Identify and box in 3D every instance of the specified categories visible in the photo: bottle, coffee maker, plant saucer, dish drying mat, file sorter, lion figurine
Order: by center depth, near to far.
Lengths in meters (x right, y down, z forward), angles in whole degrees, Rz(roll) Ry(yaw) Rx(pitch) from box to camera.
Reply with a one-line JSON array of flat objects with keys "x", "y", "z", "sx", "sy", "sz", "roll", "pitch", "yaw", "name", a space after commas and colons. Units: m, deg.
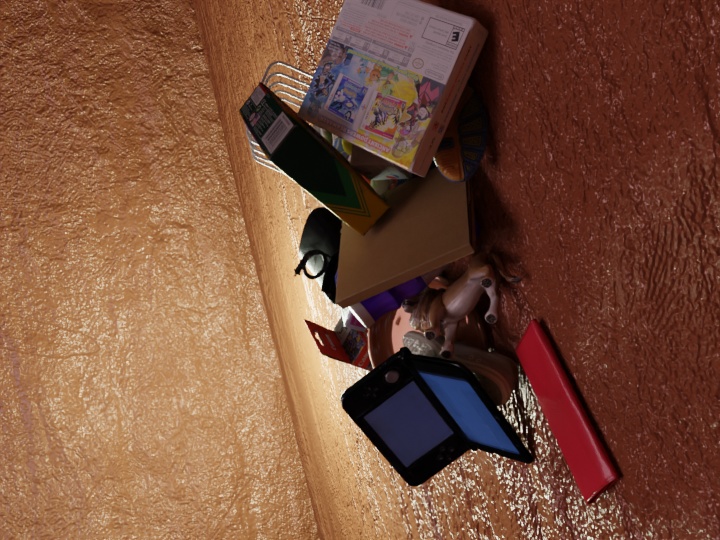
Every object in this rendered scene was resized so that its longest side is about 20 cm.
[{"x": 0.234, "y": 0.159, "z": 0.938, "sx": 0.077, "sy": 0.018, "sz": 0.203, "roll": 101, "pitch": 153, "yaw": -55, "name": "dish drying mat"}, {"x": 0.133, "y": 0.031, "z": 1.057, "sx": 0.199, "sy": 0.072, "sz": 0.124, "roll": -37, "pitch": 22, "yaw": 31, "name": "lion figurine"}, {"x": 0.066, "y": -0.008, "z": 1.072, "sx": 0.066, "sy": 0.200, "sz": 0.083, "roll": 49, "pitch": 173, "yaw": -19, "name": "bottle"}, {"x": 0.099, "y": 0.103, "z": 1.176, "sx": 0.197, "sy": 0.037, "sz": 0.205, "roll": 4, "pitch": 97, "yaw": 36, "name": "plant saucer"}, {"x": -0.119, "y": -0.250, "z": 1.396, "sx": 0.200, "sy": 0.122, "sz": 0.141, "roll": 122, "pitch": 170, "yaw": -83, "name": "file sorter"}, {"x": -0.043, "y": -0.035, "z": 1.478, "sx": 0.191, "sy": 0.135, "sz": 0.200, "roll": 35, "pitch": -172, "yaw": -31, "name": "coffee maker"}]

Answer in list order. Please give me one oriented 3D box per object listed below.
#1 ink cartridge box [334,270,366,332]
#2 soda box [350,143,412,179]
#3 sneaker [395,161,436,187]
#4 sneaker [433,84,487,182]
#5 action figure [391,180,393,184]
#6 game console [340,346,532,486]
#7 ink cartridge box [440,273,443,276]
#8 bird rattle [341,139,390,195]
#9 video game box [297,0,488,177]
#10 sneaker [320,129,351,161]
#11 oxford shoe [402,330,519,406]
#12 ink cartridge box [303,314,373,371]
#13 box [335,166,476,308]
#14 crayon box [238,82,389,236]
[{"x": 0.000, "y": 0.000, "z": 1.276, "sx": 0.201, "sy": 0.041, "sz": 0.122, "roll": -112, "pitch": 40, "yaw": -68, "name": "ink cartridge box"}, {"x": 0.037, "y": -0.228, "z": 1.088, "sx": 0.063, "sy": 0.067, "sz": 0.205, "roll": 26, "pitch": -113, "yaw": -62, "name": "soda box"}, {"x": 0.088, "y": -0.113, "z": 1.147, "sx": 0.078, "sy": 0.068, "sz": 0.204, "roll": -115, "pitch": 19, "yaw": -59, "name": "sneaker"}, {"x": 0.110, "y": -0.201, "z": 1.022, "sx": 0.088, "sy": 0.073, "sz": 0.205, "roll": 106, "pitch": 157, "yaw": -75, "name": "sneaker"}, {"x": 0.009, "y": -0.201, "z": 1.382, "sx": 0.201, "sy": 0.068, "sz": 0.132, "roll": -123, "pitch": 32, "yaw": -43, "name": "action figure"}, {"x": 0.098, "y": 0.210, "z": 1.077, "sx": 0.201, "sy": 0.174, "sz": 0.117, "roll": 52, "pitch": -175, "yaw": -27, "name": "game console"}, {"x": 0.087, "y": 0.040, "z": 1.275, "sx": 0.116, "sy": 0.066, "sz": 0.204, "roll": 143, "pitch": 114, "yaw": -73, "name": "ink cartridge box"}, {"x": 0.012, "y": -0.149, "z": 1.198, "sx": 0.163, "sy": 0.110, "sz": 0.205, "roll": 164, "pitch": 112, "yaw": -82, "name": "bird rattle"}, {"x": 0.034, "y": -0.235, "z": 0.986, "sx": 0.198, "sy": 0.046, "sz": 0.185, "roll": 31, "pitch": 98, "yaw": 34, "name": "video game box"}, {"x": -0.015, "y": -0.237, "z": 1.284, "sx": 0.075, "sy": 0.076, "sz": 0.204, "roll": 17, "pitch": 85, "yaw": 60, "name": "sneaker"}, {"x": 0.134, "y": 0.125, "z": 1.100, "sx": 0.198, "sy": 0.057, "sz": 0.076, "roll": 18, "pitch": 132, "yaw": 47, "name": "oxford shoe"}, {"x": 0.006, "y": 0.123, "z": 1.413, "sx": 0.051, "sy": 0.197, "sz": 0.109, "roll": -57, "pitch": 34, "yaw": 16, "name": "ink cartridge box"}, {"x": 0.055, "y": -0.050, "z": 1.040, "sx": 0.021, "sy": 0.197, "sz": 0.166, "roll": 44, "pitch": -146, "yaw": -36, "name": "box"}, {"x": -0.065, "y": -0.151, "z": 1.084, "sx": 0.172, "sy": 0.058, "sz": 0.201, "roll": 37, "pitch": -170, "yaw": -32, "name": "crayon box"}]
